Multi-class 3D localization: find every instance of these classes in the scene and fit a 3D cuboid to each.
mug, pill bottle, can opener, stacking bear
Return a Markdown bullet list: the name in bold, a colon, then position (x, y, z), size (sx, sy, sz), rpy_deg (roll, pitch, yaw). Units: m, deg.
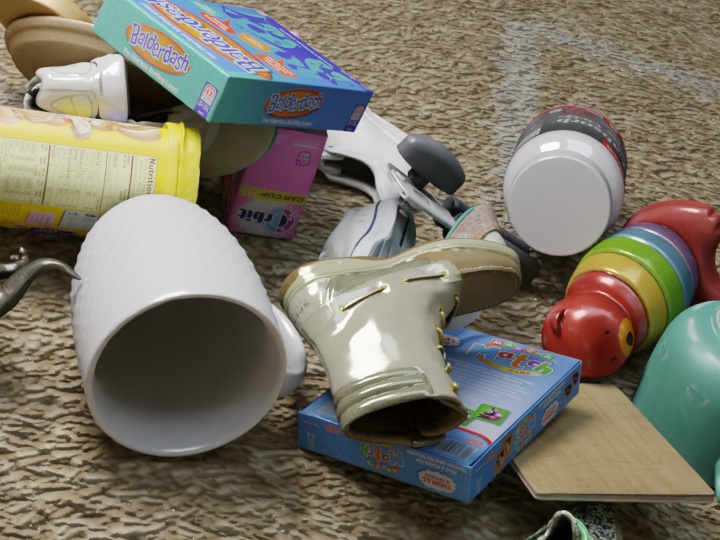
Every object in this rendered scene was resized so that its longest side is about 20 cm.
- **mug**: position (0.331, 0.108, 1.407), size (0.151, 0.115, 0.185), rpy_deg (-5, 40, -34)
- **pill bottle**: position (0.197, -0.085, 1.581), size (0.115, 0.116, 0.200), rpy_deg (22, 19, 3)
- **can opener**: position (0.097, -0.049, 1.495), size (0.200, 0.066, 0.053), rpy_deg (36, 20, -38)
- **mug**: position (-0.125, 0.036, 1.248), size (0.199, 0.148, 0.176), rpy_deg (23, 24, -31)
- **stacking bear**: position (0.235, 0.029, 1.482), size (0.113, 0.122, 0.200), rpy_deg (9, 32, 37)

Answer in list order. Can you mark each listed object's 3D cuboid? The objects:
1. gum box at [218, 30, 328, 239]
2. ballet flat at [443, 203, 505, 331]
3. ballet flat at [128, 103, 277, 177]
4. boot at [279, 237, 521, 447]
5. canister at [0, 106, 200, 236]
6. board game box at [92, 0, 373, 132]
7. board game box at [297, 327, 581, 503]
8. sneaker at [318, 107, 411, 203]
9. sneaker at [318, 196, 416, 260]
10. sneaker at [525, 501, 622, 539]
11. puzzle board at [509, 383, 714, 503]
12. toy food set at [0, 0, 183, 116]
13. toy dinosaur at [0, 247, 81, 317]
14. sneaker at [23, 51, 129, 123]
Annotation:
- **gum box**: position (-0.091, -0.136, 1.532), size (0.066, 0.114, 0.201), rpy_deg (9, 35, -18)
- **ballet flat**: position (0.088, 0.009, 1.399), size (0.067, 0.068, 0.200), rpy_deg (18, 39, 25)
- **ballet flat**: position (-0.158, -0.117, 1.440), size (0.199, 0.070, 0.069), rpy_deg (-4, 10, 45)
- **boot**: position (0.054, 0.054, 1.242), size (0.199, 0.072, 0.155), rpy_deg (-7, 47, -22)
- **canister**: position (-0.241, -0.077, 1.339), size (0.199, 0.148, 0.087), rpy_deg (7, 77, -16)
- **board game box**: position (-0.104, -0.176, 1.389), size (0.152, 0.045, 0.199), rpy_deg (38, 23, 27)
- **board game box**: position (0.066, 0.104, 1.302), size (0.150, 0.037, 0.200), rpy_deg (15, 29, 27)
- **sneaker**: position (-0.029, -0.131, 1.609), size (0.200, 0.076, 0.088), rpy_deg (35, 47, 20)
- **sneaker**: position (0.000, 0.000, 1.431), size (0.070, 0.073, 0.200), rpy_deg (-15, 19, 18)
- **sneaker**: position (0.148, 0.207, 1.184), size (0.077, 0.089, 0.200), rpy_deg (33, 32, 17)
- **puzzle board**: position (0.174, 0.138, 1.325), size (0.150, 0.018, 0.200), rpy_deg (3, 20, -17)
- **toy food set**: position (-0.231, -0.187, 1.495), size (0.199, 0.198, 0.049), rpy_deg (15, 74, 5)
- **toy dinosaur**: position (-0.302, 0.023, 1.210), size (0.199, 0.077, 0.102), rpy_deg (9, 35, 10)
- **sneaker**: position (-0.251, -0.140, 1.407), size (0.080, 0.200, 0.076), rpy_deg (-5, 81, -18)
